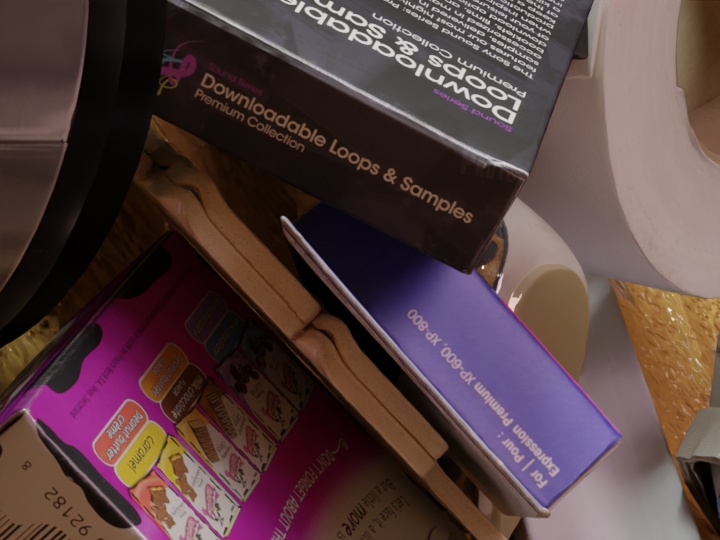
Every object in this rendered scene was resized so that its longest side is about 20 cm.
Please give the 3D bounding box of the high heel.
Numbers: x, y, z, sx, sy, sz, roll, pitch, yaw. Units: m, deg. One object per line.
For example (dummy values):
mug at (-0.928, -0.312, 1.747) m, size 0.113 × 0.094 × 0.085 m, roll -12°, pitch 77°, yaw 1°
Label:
high heel at (0.000, 0.000, 0.911) m, size 0.071 × 0.142 × 0.201 m, roll 26°, pitch 66°, yaw -58°

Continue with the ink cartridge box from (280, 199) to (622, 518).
ink cartridge box at (0.023, 0.021, 0.744) m, size 0.095 × 0.037 × 0.200 m, roll 48°, pitch -1°, yaw 4°

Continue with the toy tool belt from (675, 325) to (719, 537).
toy tool belt at (0.186, 0.106, 0.997) m, size 0.200 × 0.124 × 0.123 m, roll 54°, pitch 32°, yaw -44°

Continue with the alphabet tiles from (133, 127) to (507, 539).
alphabet tiles at (-0.029, 0.001, 0.775) m, size 0.196 × 0.015 × 0.200 m, roll 47°, pitch -2°, yaw -13°

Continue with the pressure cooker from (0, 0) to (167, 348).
pressure cooker at (-0.137, -0.054, 0.563) m, size 0.200 × 0.176 × 0.179 m, roll -2°, pitch 79°, yaw -48°

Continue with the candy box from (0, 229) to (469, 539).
candy box at (-0.015, 0.098, 0.706) m, size 0.200 × 0.061 × 0.136 m, roll 46°, pitch 22°, yaw -5°

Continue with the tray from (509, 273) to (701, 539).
tray at (0.069, 0.054, 0.968) m, size 0.107 × 0.022 × 0.200 m, roll 32°, pitch 29°, yaw -36°

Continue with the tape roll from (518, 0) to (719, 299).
tape roll at (0.113, -0.094, 1.000) m, size 0.071 × 0.203 × 0.202 m, roll 14°, pitch 0°, yaw 36°

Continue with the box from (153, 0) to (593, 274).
box at (-0.012, -0.080, 0.737) m, size 0.143 × 0.036 × 0.200 m, roll 27°, pitch 24°, yaw 0°
